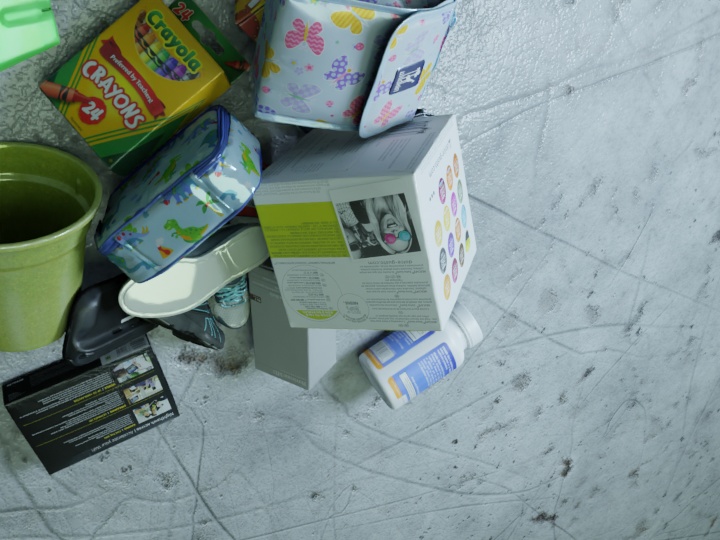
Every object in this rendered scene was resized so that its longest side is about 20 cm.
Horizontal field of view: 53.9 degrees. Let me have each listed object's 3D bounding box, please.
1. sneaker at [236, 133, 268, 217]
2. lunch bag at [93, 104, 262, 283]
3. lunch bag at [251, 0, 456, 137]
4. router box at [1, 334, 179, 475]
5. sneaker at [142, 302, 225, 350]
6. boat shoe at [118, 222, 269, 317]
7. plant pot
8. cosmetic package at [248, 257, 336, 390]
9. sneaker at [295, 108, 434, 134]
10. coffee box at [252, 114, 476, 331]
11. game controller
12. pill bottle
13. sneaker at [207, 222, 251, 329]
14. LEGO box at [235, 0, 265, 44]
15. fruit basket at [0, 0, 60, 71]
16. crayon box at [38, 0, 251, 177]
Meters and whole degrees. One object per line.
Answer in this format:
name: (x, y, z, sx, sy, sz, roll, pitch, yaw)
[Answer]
sneaker: (-0.136, -0.128, 0.948, 0.201, 0.067, 0.108, 0, 109, -37)
lunch bag: (-0.207, -0.090, 0.807, 0.200, 0.161, 0.082, -35, 121, 16)
lunch bag: (-0.007, -0.244, 0.779, 0.200, 0.127, 0.170, 5, 141, -19)
router box: (-0.376, 0.186, 1.006, 0.200, 0.051, 0.149, -22, 128, -17)
sneaker: (-0.227, 0.055, 0.964, 0.200, 0.075, 0.079, 64, 43, -68)
boat shoe: (-0.206, -0.005, 0.878, 0.200, 0.062, 0.073, -28, 120, -20)
plant pot: (-0.394, -0.016, 0.805, 0.200, 0.200, 0.184, -10, 133, -25)
cosmetic package: (-0.098, 0.066, 1.043, 0.090, 0.107, 0.200, -41, 140, -50)
sneaker: (0.022, -0.190, 0.955, 0.202, 0.146, 0.077, -1, 120, -28)
coffee box: (0.016, -0.059, 0.867, 0.200, 0.200, 0.198, -1, 119, 23)
game controller: (-0.303, 0.049, 0.909, 0.200, 0.042, 0.105, -36, 140, -66)
pill bottle: (0.107, 0.141, 1.221, 0.200, 0.112, 0.112, -32, 129, -10)
sneaker: (-0.194, 0.011, 0.985, 0.078, 0.086, 0.200, -22, 126, -16)
LEGO box: (-0.026, -0.316, 0.848, 0.200, 0.077, 0.149, -30, 133, 19)
fruit basket: (-0.402, -0.275, 0.648, 0.215, 0.155, 0.216, -24, 128, -35)
crayon box: (-0.241, -0.220, 0.802, 0.200, 0.051, 0.127, -42, 86, -3)
